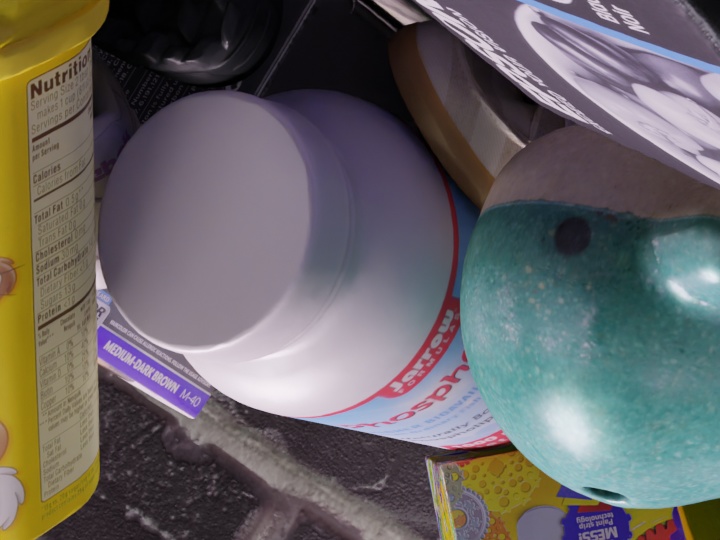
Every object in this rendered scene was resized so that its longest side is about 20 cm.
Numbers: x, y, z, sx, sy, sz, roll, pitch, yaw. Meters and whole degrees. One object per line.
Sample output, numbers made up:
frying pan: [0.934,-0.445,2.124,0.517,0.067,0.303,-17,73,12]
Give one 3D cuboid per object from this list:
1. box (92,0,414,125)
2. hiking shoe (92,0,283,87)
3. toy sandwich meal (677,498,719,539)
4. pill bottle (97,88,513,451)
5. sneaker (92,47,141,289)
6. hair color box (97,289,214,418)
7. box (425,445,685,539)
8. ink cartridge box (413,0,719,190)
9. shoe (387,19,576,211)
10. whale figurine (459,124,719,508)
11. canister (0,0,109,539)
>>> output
box: [-0.051,-0.065,1.017,0.148,0.107,0.200,34,175,-43]
hiking shoe: [-0.070,-0.114,0.835,0.087,0.075,0.200,29,-170,-43]
toy sandwich meal: [0.186,0.082,0.759,0.205,0.204,0.071,27,139,58]
pill bottle: [0.000,0.000,0.844,0.109,0.109,0.200,30,-173,30]
sneaker: [-0.134,-0.087,0.849,0.200,0.075,0.100,45,164,23]
hair color box: [-0.140,-0.023,0.979,0.200,0.065,0.109,27,173,44]
box: [0.136,0.116,0.987,0.199,0.123,0.193,-11,177,-1]
ink cartridge box: [0.032,-0.079,0.553,0.200,0.044,0.198,31,178,41]
shoe: [0.085,-0.029,0.842,0.200,0.053,0.070,39,-156,-35]
whale figurine: [0.122,0.029,0.728,0.199,0.104,0.159,16,166,25]
canister: [-0.146,-0.025,0.765,0.148,0.201,0.086,25,-141,30]
